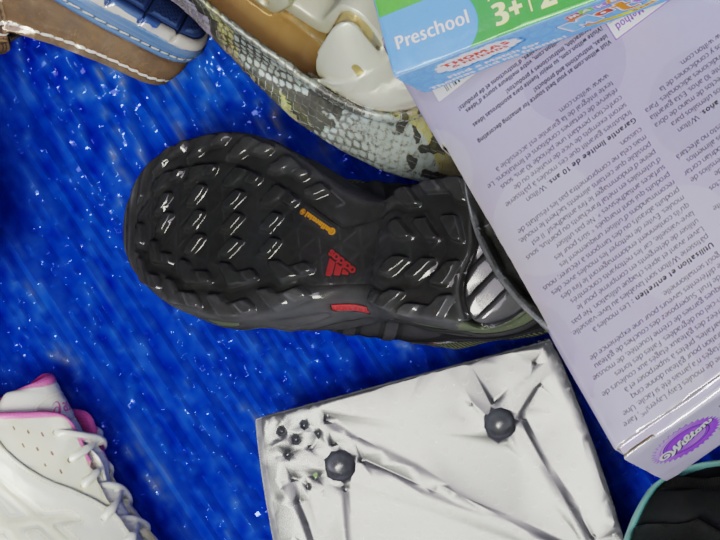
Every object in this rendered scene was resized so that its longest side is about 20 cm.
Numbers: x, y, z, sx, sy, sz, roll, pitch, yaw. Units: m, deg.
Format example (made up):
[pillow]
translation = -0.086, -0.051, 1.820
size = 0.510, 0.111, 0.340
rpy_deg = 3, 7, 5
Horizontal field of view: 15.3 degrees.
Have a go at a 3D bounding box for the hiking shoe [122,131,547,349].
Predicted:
[hiking shoe]
translation = 0.000, 0.000, 1.025
size = 0.199, 0.101, 0.076
rpy_deg = 11, 79, 34

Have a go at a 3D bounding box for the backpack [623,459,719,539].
[backpack]
translation = 0.173, 0.163, 0.954
size = 0.198, 0.177, 0.154
rpy_deg = 15, 135, -4

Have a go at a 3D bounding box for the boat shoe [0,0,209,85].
[boat shoe]
translation = -0.156, -0.117, 1.049
size = 0.199, 0.072, 0.073
rpy_deg = 28, 113, 1

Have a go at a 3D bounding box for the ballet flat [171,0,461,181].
[ballet flat]
translation = -0.022, -0.103, 1.015
size = 0.200, 0.072, 0.072
rpy_deg = 36, 96, -3

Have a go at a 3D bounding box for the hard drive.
[hard drive]
translation = 0.043, 0.137, 1.045
size = 0.134, 0.042, 0.202
rpy_deg = -15, 92, 7

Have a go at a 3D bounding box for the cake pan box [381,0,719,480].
[cake pan box]
translation = 0.123, -0.056, 0.889
size = 0.200, 0.052, 0.185
rpy_deg = -37, 59, 12

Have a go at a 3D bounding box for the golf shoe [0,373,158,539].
[golf shoe]
translation = -0.118, 0.096, 1.049
size = 0.199, 0.075, 0.092
rpy_deg = 29, 92, 3

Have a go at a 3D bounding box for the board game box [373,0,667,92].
[board game box]
translation = 0.057, -0.180, 0.891
size = 0.150, 0.037, 0.201
rpy_deg = -19, 77, 20
